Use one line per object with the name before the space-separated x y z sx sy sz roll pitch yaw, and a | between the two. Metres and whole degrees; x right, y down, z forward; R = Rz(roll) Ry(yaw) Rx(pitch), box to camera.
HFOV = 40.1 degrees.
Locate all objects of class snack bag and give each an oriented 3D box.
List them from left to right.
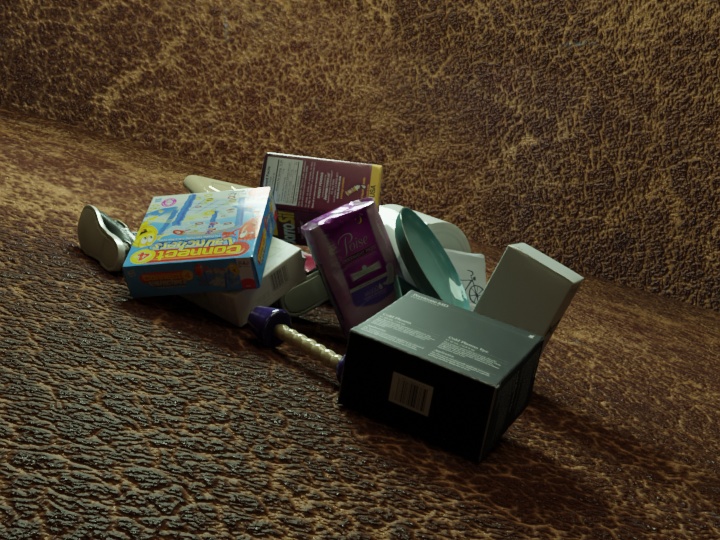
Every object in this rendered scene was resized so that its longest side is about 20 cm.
snack bag | 0.147 0.051 1.636 0.186 0.203 0.021 10 -22 -29

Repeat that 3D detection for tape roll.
tape roll | 0.082 -0.004 1.753 0.201 0.206 0.138 7 12 -43

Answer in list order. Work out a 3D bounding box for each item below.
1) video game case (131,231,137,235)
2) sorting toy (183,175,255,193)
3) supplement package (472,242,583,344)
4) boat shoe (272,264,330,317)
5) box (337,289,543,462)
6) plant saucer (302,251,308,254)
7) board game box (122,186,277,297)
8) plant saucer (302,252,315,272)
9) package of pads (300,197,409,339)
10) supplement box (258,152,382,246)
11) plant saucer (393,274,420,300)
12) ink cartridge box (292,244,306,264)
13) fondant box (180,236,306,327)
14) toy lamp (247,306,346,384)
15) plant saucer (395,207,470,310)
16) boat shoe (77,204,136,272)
video game case | -0.324 -0.030 1.799 0.198 0.024 0.181 6 14 -44
sorting toy | -0.200 -0.113 1.780 0.198 0.037 0.185 4 24 -39
supplement package | 0.240 0.072 1.521 0.116 0.202 0.117 31 14 17
boat shoe | -0.054 0.023 1.627 0.198 0.076 0.062 -29 12 -23
box | 0.103 0.125 1.236 0.198 0.106 0.182 20 24 23
plant saucer | -0.178 -0.029 2.014 0.197 0.028 0.200 16 9 -3
board game box | -0.237 -0.045 1.491 0.196 0.057 0.197 -5 34 7
plant saucer | -0.068 0.016 1.862 0.197 0.052 0.201 16 9 -3
package of pads | 0.000 0.000 1.525 0.119 0.203 0.076 -25 11 -13
supplement box | -0.065 -0.110 1.640 0.196 0.105 0.131 6 -25 2
plant saucer | 0.085 0.093 1.438 0.070 0.019 0.202 34 30 -33
ink cartridge box | -0.206 -0.039 1.742 0.144 0.084 0.200 10 21 -38
fondant box | -0.202 -0.005 1.525 0.198 0.059 0.144 22 46 38
toy lamp | -0.079 0.098 1.342 0.198 0.059 0.058 22 12 39
plant saucer | 0.108 -0.005 1.541 0.201 0.027 0.201 52 19 -25
boat shoe | -0.409 -0.052 1.622 0.060 0.075 0.199 8 15 -38
